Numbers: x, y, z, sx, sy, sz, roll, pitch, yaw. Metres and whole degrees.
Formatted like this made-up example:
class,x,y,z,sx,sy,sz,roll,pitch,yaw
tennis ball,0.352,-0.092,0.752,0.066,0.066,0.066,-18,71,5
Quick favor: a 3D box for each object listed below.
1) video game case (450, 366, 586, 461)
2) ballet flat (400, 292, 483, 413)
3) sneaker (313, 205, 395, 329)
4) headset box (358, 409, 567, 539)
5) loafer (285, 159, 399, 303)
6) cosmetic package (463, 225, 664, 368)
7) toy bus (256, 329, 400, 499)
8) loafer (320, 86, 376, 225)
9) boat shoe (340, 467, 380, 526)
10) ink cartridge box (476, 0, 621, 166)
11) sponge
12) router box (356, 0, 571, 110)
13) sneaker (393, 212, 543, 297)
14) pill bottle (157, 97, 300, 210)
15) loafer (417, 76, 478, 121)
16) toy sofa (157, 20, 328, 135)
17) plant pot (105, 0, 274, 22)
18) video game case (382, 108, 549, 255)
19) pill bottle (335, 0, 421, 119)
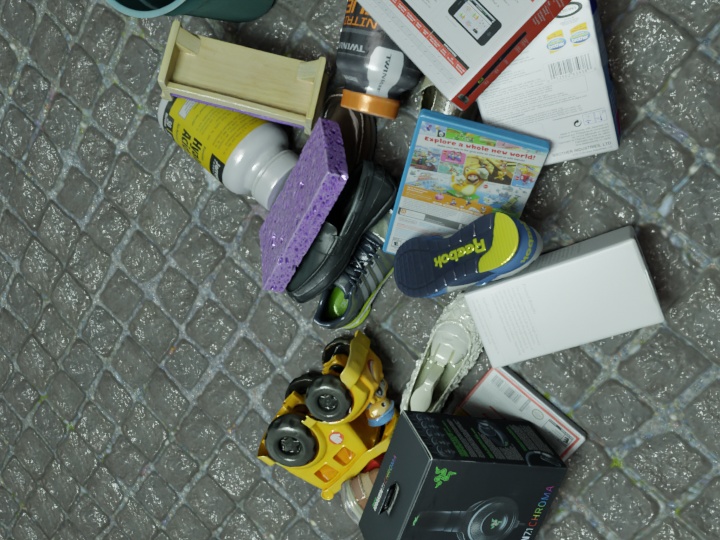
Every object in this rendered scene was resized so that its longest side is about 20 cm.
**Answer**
class,x,y,z,sx,sy,sz,roll,pitch,yaw
video game case,0.174,0.235,0.890,0.143,0.017,0.200,40,114,13
ballet flat,0.105,0.125,0.876,0.072,0.072,0.201,28,110,18
sneaker,0.000,0.000,0.891,0.074,0.081,0.201,30,111,17
headset box,0.111,0.267,0.804,0.199,0.093,0.175,11,110,-24
loafer,-0.035,-0.049,0.844,0.201,0.070,0.068,-52,38,9
cosmetic package,0.231,0.032,0.784,0.199,0.074,0.102,-19,99,23
toy bus,-0.011,0.212,0.919,0.192,0.136,0.200,39,113,-5
loafer,-0.029,-0.136,0.883,0.073,0.071,0.201,11,105,23
boat shoe,0.057,0.328,0.899,0.072,0.076,0.200,-38,122,9
ink cartridge box,0.191,-0.218,0.727,0.136,0.076,0.201,-10,117,25
sponge,-0.074,-0.077,0.830,0.200,0.030,0.112,-56,30,38
router box,0.097,-0.294,0.675,0.179,0.049,0.200,-44,72,19
sneaker,0.119,-0.011,0.780,0.200,0.082,0.074,-14,80,48
pill bottle,-0.168,-0.174,0.920,0.200,0.111,0.111,41,114,13
loafer,0.111,-0.227,0.801,0.075,0.068,0.201,13,105,22
toy sofa,-0.144,-0.234,0.858,0.199,0.098,0.083,13,82,-5
plant pot,-0.199,-0.400,0.840,0.199,0.196,0.201,5,101,24
video game case,0.114,-0.080,0.786,0.142,0.018,0.200,15,134,1
pill bottle,0.032,-0.283,0.802,0.106,0.106,0.201,18,104,21
